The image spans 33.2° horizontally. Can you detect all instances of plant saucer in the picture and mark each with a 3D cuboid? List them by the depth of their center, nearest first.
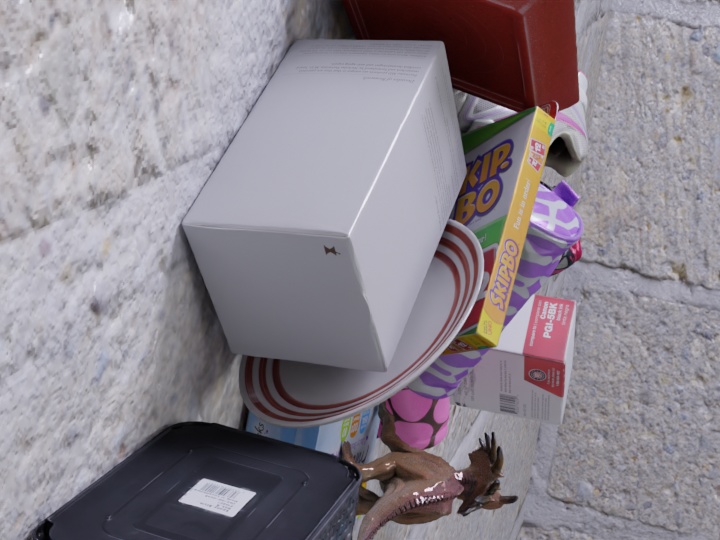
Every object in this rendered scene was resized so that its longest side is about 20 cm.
[{"bbox_3d":[0.061,-0.185,0.885,0.037,0.198,0.200,-63,161,-12],"label":"plant saucer"}]

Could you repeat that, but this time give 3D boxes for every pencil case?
[{"bbox_3d":[0.094,0.016,0.964,0.085,0.084,0.201,-8,143,-49],"label":"pencil case"},{"bbox_3d":[0.044,0.094,1.239,0.090,0.094,0.202,-18,134,-19],"label":"pencil case"}]

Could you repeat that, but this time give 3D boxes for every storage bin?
[{"bbox_3d":[-0.091,0.174,0.704,0.200,0.133,0.095,-36,136,-68],"label":"storage bin"}]

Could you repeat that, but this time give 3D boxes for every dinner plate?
[{"bbox_3d":[0.002,0.037,0.850,0.024,0.198,0.202,54,43,-32],"label":"dinner plate"}]

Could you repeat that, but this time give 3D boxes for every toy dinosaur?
[{"bbox_3d":[0.057,0.177,0.996,0.200,0.134,0.087,-29,131,-70],"label":"toy dinosaur"}]

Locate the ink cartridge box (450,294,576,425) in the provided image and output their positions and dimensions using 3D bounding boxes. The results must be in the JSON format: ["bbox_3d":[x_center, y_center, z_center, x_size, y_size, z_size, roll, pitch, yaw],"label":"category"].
[{"bbox_3d":[0.135,0.088,1.348,0.148,0.197,0.084,79,24,-55],"label":"ink cartridge box"}]

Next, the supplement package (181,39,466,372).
[{"bbox_3d":[-0.016,-0.050,0.819,0.122,0.118,0.201,75,29,-41],"label":"supplement package"}]

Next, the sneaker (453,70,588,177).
[{"bbox_3d":[0.115,-0.119,1.018,0.082,0.197,0.089,121,-41,-59],"label":"sneaker"}]

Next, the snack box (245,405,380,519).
[{"bbox_3d":[-0.037,0.136,1.005,0.200,0.067,0.172,4,98,-74],"label":"snack box"}]

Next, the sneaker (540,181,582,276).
[{"bbox_3d":[0.149,-0.066,1.113,0.081,0.074,0.202,65,11,-47],"label":"sneaker"}]

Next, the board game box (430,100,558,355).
[{"bbox_3d":[0.085,-0.034,0.882,0.030,0.095,0.202,33,62,-28],"label":"board game box"}]
